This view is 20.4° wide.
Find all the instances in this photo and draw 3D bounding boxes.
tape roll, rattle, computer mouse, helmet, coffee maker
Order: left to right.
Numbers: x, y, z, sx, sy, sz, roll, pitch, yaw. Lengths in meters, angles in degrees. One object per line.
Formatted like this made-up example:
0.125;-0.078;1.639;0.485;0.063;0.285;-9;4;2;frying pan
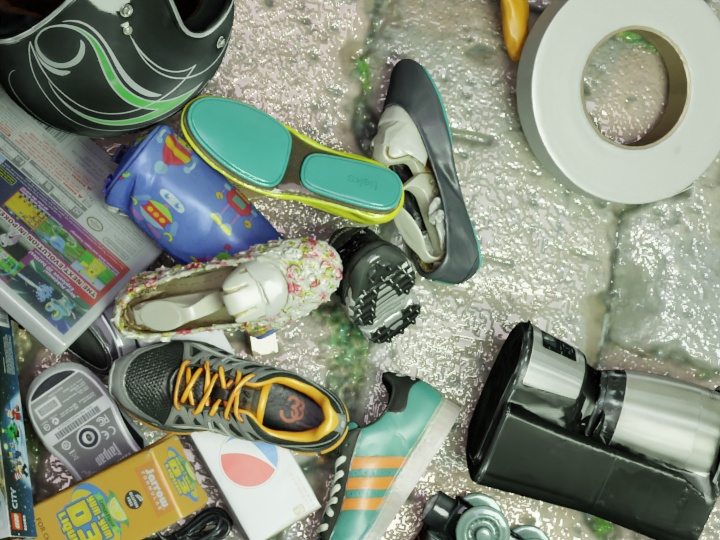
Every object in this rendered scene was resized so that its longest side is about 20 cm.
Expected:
-0.206;-0.204;1.636;0.200;0.191;0.200;-17;56;27;helmet
-0.202;0.162;1.670;0.110;0.044;0.200;-33;92;4;computer mouse
0.192;0.160;1.677;0.200;0.135;0.192;18;83;-5;coffee maker
0.202;-0.290;1.735;0.200;0.130;0.143;-21;84;-13;rattle
0.232;-0.157;1.739;0.202;0.037;0.203;-2;96;-20;tape roll

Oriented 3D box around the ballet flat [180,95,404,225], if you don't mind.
-0.061;-0.084;1.666;0.200;0.067;0.067;21;73;-11;ballet flat

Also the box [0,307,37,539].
-0.337;0.130;1.611;0.136;0.038;0.200;-16;74;22;box

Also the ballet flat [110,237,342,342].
-0.110;0.024;1.588;0.200;0.064;0.076;-15;101;23;ballet flat

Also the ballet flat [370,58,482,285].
0.049;-0.082;1.712;0.073;0.073;0.200;-16;88;-9;ballet flat

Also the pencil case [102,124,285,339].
-0.126;-0.030;1.650;0.200;0.078;0.087;44;109;-10;pencil case

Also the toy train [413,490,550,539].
0.124;0.270;1.688;0.200;0.085;0.114;33;93;-5;toy train

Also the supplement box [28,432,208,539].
-0.227;0.205;1.617;0.200;0.069;0.067;-28;87;13;supplement box

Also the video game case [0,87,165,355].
-0.268;-0.050;1.646;0.200;0.023;0.182;42;47;0;video game case

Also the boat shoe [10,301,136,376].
-0.269;0.017;1.653;0.200;0.070;0.066;51;44;2;boat shoe

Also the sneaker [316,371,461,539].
0.000;0.177;1.686;0.080;0.071;0.200;34;75;0;sneaker

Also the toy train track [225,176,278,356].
-0.102;-0.027;1.712;0.114;0.033;0.200;-11;92;-12;toy train track

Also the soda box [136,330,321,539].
-0.112;0.128;1.676;0.068;0.064;0.200;-29;89;-9;soda box

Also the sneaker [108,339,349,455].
-0.103;0.099;1.610;0.200;0.077;0.078;10;84;-6;sneaker

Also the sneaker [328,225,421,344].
0.000;0.000;1.645;0.066;0.200;0.091;-36;76;-4;sneaker
